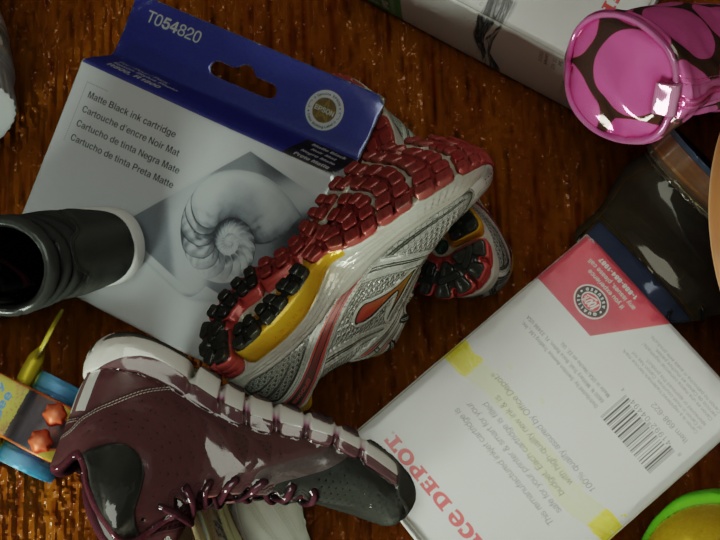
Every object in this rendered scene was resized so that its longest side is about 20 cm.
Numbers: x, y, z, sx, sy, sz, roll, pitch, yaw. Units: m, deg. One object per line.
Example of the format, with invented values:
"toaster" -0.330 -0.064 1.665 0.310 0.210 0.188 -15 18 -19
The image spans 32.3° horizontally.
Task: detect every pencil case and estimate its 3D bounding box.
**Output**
"pencil case" 0.219 -0.125 0.763 0.199 0.091 0.094 -15 47 -36

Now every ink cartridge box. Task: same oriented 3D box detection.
"ink cartridge box" 0.110 0.102 0.765 0.200 0.083 0.145 -39 77 -6
"ink cartridge box" 0.110 -0.217 0.843 0.199 0.084 0.147 31 80 9
"ink cartridge box" -0.110 -0.057 0.800 0.198 0.041 0.201 24 94 16

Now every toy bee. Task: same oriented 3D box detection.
"toy bee" -0.199 0.087 0.774 0.198 0.109 0.132 4 74 4

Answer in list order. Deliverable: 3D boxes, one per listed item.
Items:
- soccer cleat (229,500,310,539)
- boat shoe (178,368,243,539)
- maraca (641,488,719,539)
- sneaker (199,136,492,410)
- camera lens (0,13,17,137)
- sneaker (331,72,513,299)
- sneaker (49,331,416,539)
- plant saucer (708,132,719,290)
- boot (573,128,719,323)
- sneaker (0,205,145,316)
"soccer cleat" -0.054 0.174 0.769 0.077 0.069 0.202 8 84 0
"boat shoe" -0.110 0.154 0.721 0.073 0.062 0.202 -27 66 32
"maraca" 0.248 0.209 0.711 0.200 0.138 0.107 38 39 20
"sneaker" 0.000 0.000 0.732 0.200 0.082 0.078 -42 33 3
"camera lens" -0.323 -0.178 0.818 0.159 0.160 0.201 -20 76 -2
"sneaker" 0.024 -0.051 0.819 0.078 0.082 0.200 -47 62 16
"sneaker" -0.075 0.124 0.672 0.199 0.076 0.116 24 59 -2
"plant saucer" 0.279 -0.028 0.732 0.199 0.032 0.202 3 84 -37
"boot" 0.231 0.011 0.804 0.097 0.075 0.200 -41 87 19
"sneaker" -0.242 0.000 0.768 0.198 0.099 0.071 -12 90 22
